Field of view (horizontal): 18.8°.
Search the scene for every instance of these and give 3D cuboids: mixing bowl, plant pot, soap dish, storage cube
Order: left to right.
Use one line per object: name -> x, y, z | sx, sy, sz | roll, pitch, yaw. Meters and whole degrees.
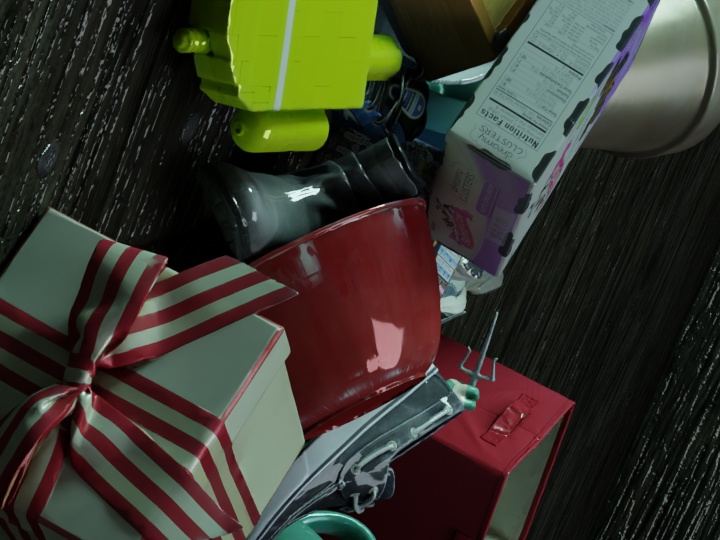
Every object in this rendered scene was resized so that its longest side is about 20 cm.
mixing bowl -> -0.022, 0.045, 1.462 | 0.199, 0.109, 0.200 | -25, 171, -4
storage cube -> 0.062, 0.182, 1.963 | 0.171, 0.179, 0.201 | -37, 150, -56
soap dish -> 0.085, -0.251, 1.491 | 0.200, 0.081, 0.158 | -54, 139, -25
plant pot -> 0.200, -0.182, 1.870 | 0.173, 0.200, 0.201 | -19, 135, -45

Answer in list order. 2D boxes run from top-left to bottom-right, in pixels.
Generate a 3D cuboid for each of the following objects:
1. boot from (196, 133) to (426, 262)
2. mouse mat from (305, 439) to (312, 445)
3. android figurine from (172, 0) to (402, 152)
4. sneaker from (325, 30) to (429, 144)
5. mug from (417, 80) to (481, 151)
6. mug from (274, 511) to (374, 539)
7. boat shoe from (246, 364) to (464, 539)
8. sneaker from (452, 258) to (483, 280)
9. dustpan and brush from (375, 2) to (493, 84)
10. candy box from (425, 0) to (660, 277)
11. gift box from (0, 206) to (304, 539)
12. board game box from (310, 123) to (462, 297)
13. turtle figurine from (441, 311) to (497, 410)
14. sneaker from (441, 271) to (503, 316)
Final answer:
boot -> -0.028, -0.056, 1.427 | 0.131, 0.070, 0.200 | -24, 173, 4
mouse mat -> -0.096, 0.175, 1.590 | 0.161, 0.008, 0.200 | -39, 175, -42
android figurine -> -0.040, -0.160, 1.318 | 0.199, 0.041, 0.183 | -9, 111, -52
sneaker -> 0.004, -0.136, 1.473 | 0.079, 0.089, 0.200 | -63, 161, -2
mug -> 0.099, -0.126, 1.731 | 0.185, 0.114, 0.153 | -52, 160, -37
mug -> -0.080, 0.260, 1.705 | 0.152, 0.114, 0.185 | -45, 178, 19
boat shoe -> -0.005, 0.142, 1.569 | 0.200, 0.068, 0.072 | -39, 176, -28
sneaker -> 0.067, -0.055, 1.824 | 0.200, 0.079, 0.078 | -68, 146, -60
dustpan and brush -> 0.097, -0.185, 1.618 | 0.200, 0.057, 0.140 | 31, 84, -53
candy box -> 0.127, -0.118, 1.514 | 0.200, 0.071, 0.168 | -56, 173, -21
gift box -> -0.128, 0.089, 1.229 | 0.185, 0.199, 0.187 | -62, 163, -22
board game box -> 0.000, 0.000, 1.647 | 0.201, 0.096, 0.159 | -63, 163, -4
turtle figurine -> 0.024, 0.083, 1.792 | 0.200, 0.100, 0.150 | -55, -152, 15
sneaker -> 0.069, -0.015, 1.916 | 0.200, 0.077, 0.087 | -32, 127, -65
